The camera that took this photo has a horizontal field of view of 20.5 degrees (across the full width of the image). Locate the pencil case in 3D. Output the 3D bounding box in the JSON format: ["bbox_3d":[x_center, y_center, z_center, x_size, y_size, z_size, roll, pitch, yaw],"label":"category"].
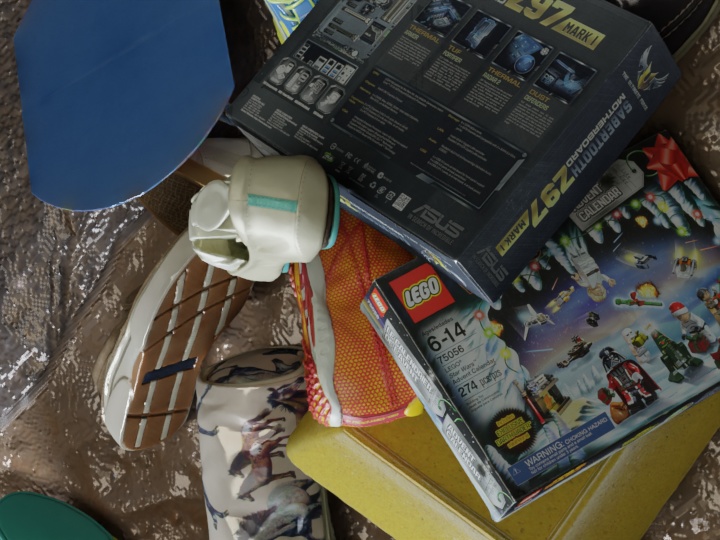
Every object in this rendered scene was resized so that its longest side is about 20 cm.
[{"bbox_3d":[-0.051,0.145,1.237,0.089,0.078,0.201,-5,99,6],"label":"pencil case"}]

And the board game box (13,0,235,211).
[{"bbox_3d":[-0.138,-0.124,1.226,0.158,0.039,0.201,-27,57,25],"label":"board game box"}]

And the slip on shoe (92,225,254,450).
[{"bbox_3d":[-0.121,0.029,1.239,0.061,0.076,0.200,55,143,29],"label":"slip on shoe"}]

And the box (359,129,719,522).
[{"bbox_3d":[0.119,0.025,1.059,0.137,0.199,0.040,56,157,14],"label":"box"}]

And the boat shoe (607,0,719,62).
[{"bbox_3d":[0.113,-0.121,1.103,0.200,0.065,0.072,-29,85,28],"label":"boat shoe"}]

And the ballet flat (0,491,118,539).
[{"bbox_3d":[-0.164,0.217,1.322,0.199,0.067,0.067,24,139,20],"label":"ballet flat"}]

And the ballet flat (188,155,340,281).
[{"bbox_3d":[-0.060,-0.030,1.054,0.069,0.200,0.070,1,84,-12],"label":"ballet flat"}]

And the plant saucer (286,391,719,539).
[{"bbox_3d":[0.085,0.074,1.117,0.200,0.048,0.200,34,85,17],"label":"plant saucer"}]

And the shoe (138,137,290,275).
[{"bbox_3d":[-0.062,-0.040,1.224,0.199,0.053,0.070,24,143,25],"label":"shoe"}]

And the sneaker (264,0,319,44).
[{"bbox_3d":[-0.035,-0.154,1.149,0.075,0.105,0.201,-18,92,29],"label":"sneaker"}]

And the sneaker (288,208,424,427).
[{"bbox_3d":[0.000,0.000,1.113,0.077,0.073,0.201,-3,60,-9],"label":"sneaker"}]

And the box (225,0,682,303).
[{"bbox_3d":[0.045,-0.093,1.049,0.200,0.051,0.158,33,81,41],"label":"box"}]
